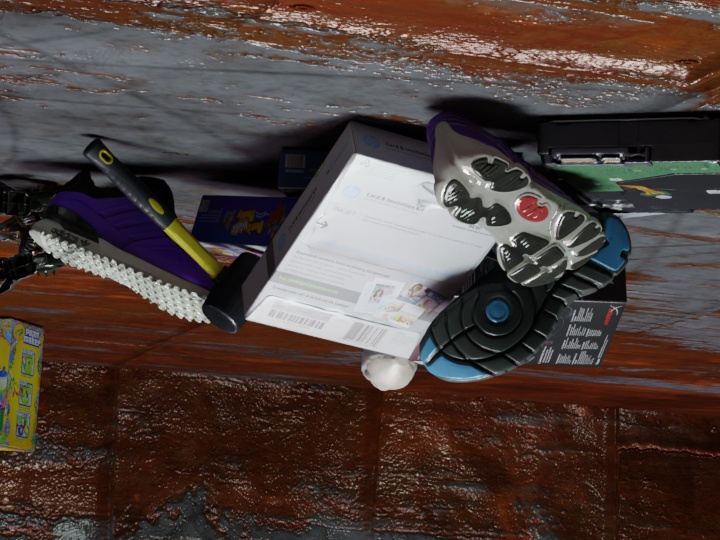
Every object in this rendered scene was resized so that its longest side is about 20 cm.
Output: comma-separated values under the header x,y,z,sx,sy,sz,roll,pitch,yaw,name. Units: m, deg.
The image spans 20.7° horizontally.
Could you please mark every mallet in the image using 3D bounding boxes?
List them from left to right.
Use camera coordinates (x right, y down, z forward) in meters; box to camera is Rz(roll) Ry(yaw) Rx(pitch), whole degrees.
x,y,z,sx,sy,sz,roll,pitch,yaw,name
-0.148,-0.041,1.639,0.200,0.066,0.041,52,151,-16,mallet

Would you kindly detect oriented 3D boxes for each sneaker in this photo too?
x,y,z,sx,sy,sz,roll,pitch,yaw,name
-0.181,-0.031,1.719,0.200,0.100,0.070,24,160,9,sneaker
0.117,-0.060,1.481,0.081,0.084,0.200,-31,138,15,sneaker
0.131,0.025,1.618,0.200,0.073,0.082,-33,-171,-11,sneaker

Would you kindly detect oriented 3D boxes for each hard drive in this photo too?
x,y,z,sx,sy,sz,roll,pitch,yaw,name
0.227,-0.079,1.510,0.139,0.038,0.200,0,172,21,hard drive

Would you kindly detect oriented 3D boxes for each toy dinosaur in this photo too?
x,y,z,sx,sy,sz,roll,pitch,yaw,name
-0.280,-0.046,1.845,0.136,0.102,0.200,-9,165,-47,toy dinosaur

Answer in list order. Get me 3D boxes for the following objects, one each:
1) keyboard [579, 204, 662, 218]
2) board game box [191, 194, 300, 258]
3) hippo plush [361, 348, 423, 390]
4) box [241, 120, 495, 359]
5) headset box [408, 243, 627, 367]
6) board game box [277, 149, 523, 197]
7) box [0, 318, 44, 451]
x,y,z,sx,sy,sz,roll,pitch,yaw,name
0.203,-0.049,1.674,0.200,0.011,0.056,-6,174,-17,keyboard
-0.046,-0.023,1.708,0.134,0.045,0.200,19,173,-27,board game box
0.000,0.000,1.919,0.161,0.159,0.200,26,-155,-24,hippo plush
0.016,-0.020,1.569,0.156,0.041,0.200,14,134,-24,box
0.124,0.023,1.740,0.200,0.075,0.149,2,155,-1,headset box
0.041,-0.069,1.652,0.200,0.035,0.135,2,171,9,board game box
-0.599,0.171,2.977,0.200,0.193,0.122,1,171,16,box
